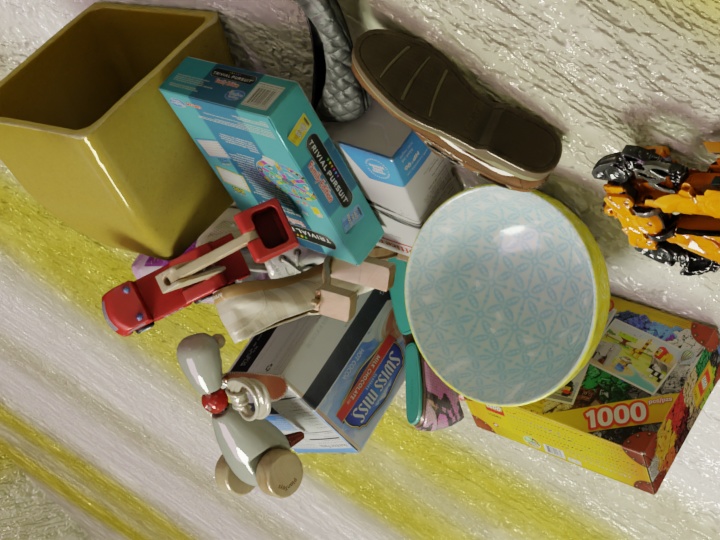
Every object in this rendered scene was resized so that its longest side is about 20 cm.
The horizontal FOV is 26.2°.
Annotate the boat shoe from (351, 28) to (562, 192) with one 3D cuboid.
[{"bbox_3d":[0.073,-0.127,1.318,0.200,0.072,0.068,35,156,1],"label":"boat shoe"}]

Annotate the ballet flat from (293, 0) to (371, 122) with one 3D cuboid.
[{"bbox_3d":[-0.037,-0.197,1.326,0.200,0.057,0.066,69,180,-48],"label":"ballet flat"}]

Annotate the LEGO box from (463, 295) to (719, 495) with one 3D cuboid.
[{"bbox_3d":[0.219,0.102,1.463,0.200,0.149,0.077,18,151,32],"label":"LEGO box"}]

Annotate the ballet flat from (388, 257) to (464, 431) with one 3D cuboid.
[{"bbox_3d":[0.075,0.068,1.627,0.071,0.200,0.069,-4,171,-23],"label":"ballet flat"}]

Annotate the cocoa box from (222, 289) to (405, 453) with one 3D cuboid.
[{"bbox_3d":[-0.028,0.085,1.691,0.131,0.200,0.133,44,152,-22],"label":"cocoa box"}]

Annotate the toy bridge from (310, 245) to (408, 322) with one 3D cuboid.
[{"bbox_3d":[0.000,0.000,1.484,0.067,0.200,0.027,16,113,22],"label":"toy bridge"}]

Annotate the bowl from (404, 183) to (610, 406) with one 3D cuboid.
[{"bbox_3d":[0.150,0.019,1.418,0.200,0.200,0.108,20,-165,31],"label":"bowl"}]

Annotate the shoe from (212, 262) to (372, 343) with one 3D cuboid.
[{"bbox_3d":[-0.055,0.029,1.527,0.070,0.200,0.053,-38,69,51],"label":"shoe"}]

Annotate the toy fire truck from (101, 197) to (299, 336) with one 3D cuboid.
[{"bbox_3d":[-0.157,0.001,1.470,0.049,0.200,0.141,64,177,3],"label":"toy fire truck"}]

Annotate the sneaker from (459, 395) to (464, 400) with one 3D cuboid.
[{"bbox_3d":[0.130,0.130,1.736,0.108,0.067,0.201,36,154,4],"label":"sneaker"}]

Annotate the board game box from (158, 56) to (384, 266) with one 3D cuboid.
[{"bbox_3d":[-0.080,-0.102,1.438,0.151,0.047,0.200,19,152,41],"label":"board game box"}]

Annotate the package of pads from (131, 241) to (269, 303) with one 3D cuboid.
[{"bbox_3d":[-0.166,-0.023,1.771,0.200,0.121,0.076,-1,138,53],"label":"package of pads"}]

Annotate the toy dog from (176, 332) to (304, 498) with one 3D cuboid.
[{"bbox_3d":[-0.111,0.144,1.589,0.132,0.096,0.200,20,134,31],"label":"toy dog"}]

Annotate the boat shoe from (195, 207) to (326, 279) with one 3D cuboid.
[{"bbox_3d":[-0.078,-0.018,1.601,0.200,0.069,0.071,3,142,22],"label":"boat shoe"}]

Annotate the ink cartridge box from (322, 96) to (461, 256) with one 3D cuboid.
[{"bbox_3d":[0.029,-0.078,1.474,0.116,0.068,0.200,20,153,33],"label":"ink cartridge box"}]

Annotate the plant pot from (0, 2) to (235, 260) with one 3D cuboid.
[{"bbox_3d":[-0.224,-0.125,1.530,0.194,0.196,0.200,13,141,41],"label":"plant pot"}]

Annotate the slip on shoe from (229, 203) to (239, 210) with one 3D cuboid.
[{"bbox_3d":[-0.082,-0.097,1.596,0.200,0.061,0.074,-3,158,37],"label":"slip on shoe"}]

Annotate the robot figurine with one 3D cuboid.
[{"bbox_3d":[0.279,-0.050,1.210,0.200,0.058,0.145,9,145,44],"label":"robot figurine"}]
